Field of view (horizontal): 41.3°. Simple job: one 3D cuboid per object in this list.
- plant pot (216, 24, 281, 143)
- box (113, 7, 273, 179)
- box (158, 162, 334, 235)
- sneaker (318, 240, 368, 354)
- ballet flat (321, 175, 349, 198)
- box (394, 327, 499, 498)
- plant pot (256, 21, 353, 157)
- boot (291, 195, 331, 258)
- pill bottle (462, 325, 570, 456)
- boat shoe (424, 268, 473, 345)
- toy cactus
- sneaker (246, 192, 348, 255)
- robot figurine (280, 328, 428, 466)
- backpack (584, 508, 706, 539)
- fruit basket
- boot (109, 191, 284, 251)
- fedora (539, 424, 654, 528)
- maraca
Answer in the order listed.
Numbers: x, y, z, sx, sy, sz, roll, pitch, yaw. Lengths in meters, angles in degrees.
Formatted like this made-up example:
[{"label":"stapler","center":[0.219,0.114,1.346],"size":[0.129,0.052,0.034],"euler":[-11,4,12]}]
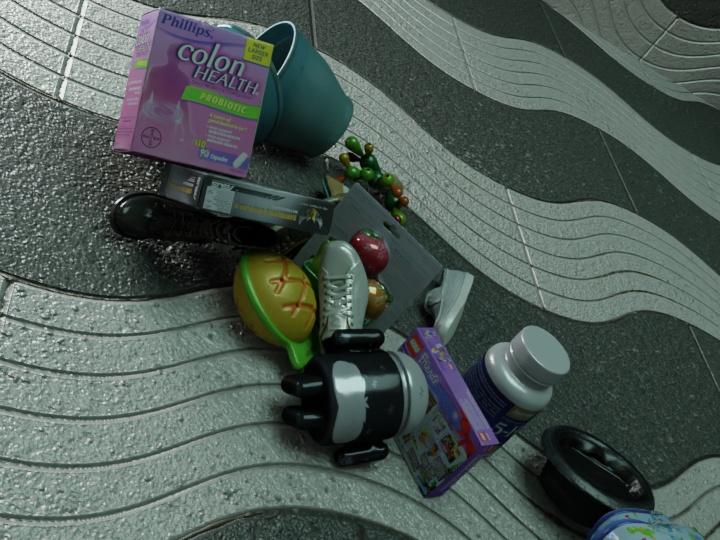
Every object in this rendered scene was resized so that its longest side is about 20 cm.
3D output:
[{"label":"plant pot","center":[-0.260,-0.268,1.520],"size":[0.200,0.200,0.188],"euler":[47,49,12]},{"label":"box","center":[-0.238,-0.247,1.366],"size":[0.175,0.201,0.097],"euler":[12,1,-30]},{"label":"box","center":[-0.159,-0.099,1.325],"size":[0.199,0.049,0.158],"euler":[11,4,-33]},{"label":"sneaker","center":[-0.024,0.057,1.367],"size":[0.085,0.072,0.201],"euler":[-26,112,-85]},{"label":"ballet flat","center":[-0.023,-0.097,1.649],"size":[0.063,0.069,0.201],"euler":[-13,45,0]},{"label":"box","center":[0.099,0.201,1.362],"size":[0.039,0.137,0.201],"euler":[3,48,-42]},{"label":"plant pot","center":[-0.122,-0.308,1.718],"size":[0.188,0.200,0.201],"euler":[37,30,-33]},{"label":"boot","center":[-0.068,-0.023,1.551],"size":[0.075,0.074,0.200],"euler":[-26,71,-23]},{"label":"pill bottle","center":[0.219,0.180,1.447],"size":[0.119,0.200,0.120],"euler":[25,36,-20]},{"label":"boat shoe","center":[0.145,0.056,1.651],"size":[0.068,0.072,0.200],"euler":[19,39,8]},{"label":"toy cactus","center":[0.034,-0.157,1.789],"size":[0.200,0.102,0.165],"euler":[49,15,18]},{"label":"sneaker","center":[-0.094,-0.085,1.496],"size":[0.090,0.199,0.067],"euler":[-119,-174,-51]},{"label":"robot figurine","center":[-0.006,0.171,1.290],"size":[0.199,0.151,0.125],"euler":[-2,40,-25]},{"label":"backpack","center":[0.385,0.431,1.340],"size":[0.199,0.184,0.147],"euler":[17,16,-33]},{"label":"fruit basket","center":[0.000,0.000,1.450],"size":[0.185,0.200,0.094],"euler":[44,18,9]},{"label":"boot","center":[-0.227,-0.065,1.333],"size":[0.199,0.070,0.174],"euler":[4,5,-44]},{"label":"fedora","center":[0.351,0.335,1.482],"size":[0.200,0.092,0.201],"euler":[24,23,-11]},{"label":"maraca","center":[-0.110,0.058,1.361],"size":[0.201,0.107,0.137],"euler":[59,22,-7]}]
